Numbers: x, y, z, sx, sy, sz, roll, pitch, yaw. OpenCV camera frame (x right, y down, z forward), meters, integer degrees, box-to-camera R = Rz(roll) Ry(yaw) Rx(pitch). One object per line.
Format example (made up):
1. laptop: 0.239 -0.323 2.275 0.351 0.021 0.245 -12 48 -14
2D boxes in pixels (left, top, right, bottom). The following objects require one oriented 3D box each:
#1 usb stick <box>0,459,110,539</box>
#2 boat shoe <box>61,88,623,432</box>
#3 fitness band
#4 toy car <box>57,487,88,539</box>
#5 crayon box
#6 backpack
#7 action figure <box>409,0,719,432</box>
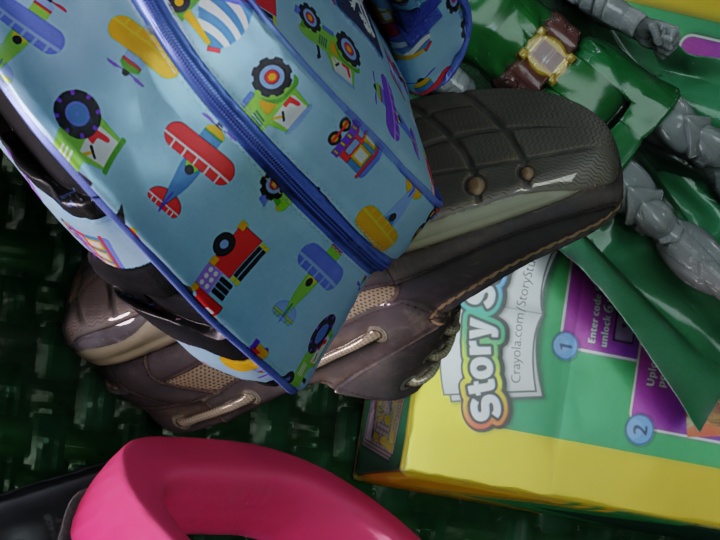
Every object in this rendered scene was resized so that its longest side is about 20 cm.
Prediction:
1. usb stick: -0.153 0.112 0.933 0.200 0.033 0.056 -17 84 -20
2. boat shoe: 0.000 0.000 0.942 0.073 0.200 0.075 57 29 -31
3. fitness band: -0.011 0.108 0.906 0.144 0.200 0.037 39 101 23
4. toy car: -0.108 0.168 0.894 0.164 0.158 0.200 50 58 -20
5. crayon box: 0.100 -0.010 1.020 0.172 0.058 0.200 11 81 -15
6. backpack: -0.046 -0.072 0.840 0.134 0.200 0.183 -35 133 6
7. action figure: 0.077 -0.054 0.962 0.200 0.055 0.118 39 78 -4
